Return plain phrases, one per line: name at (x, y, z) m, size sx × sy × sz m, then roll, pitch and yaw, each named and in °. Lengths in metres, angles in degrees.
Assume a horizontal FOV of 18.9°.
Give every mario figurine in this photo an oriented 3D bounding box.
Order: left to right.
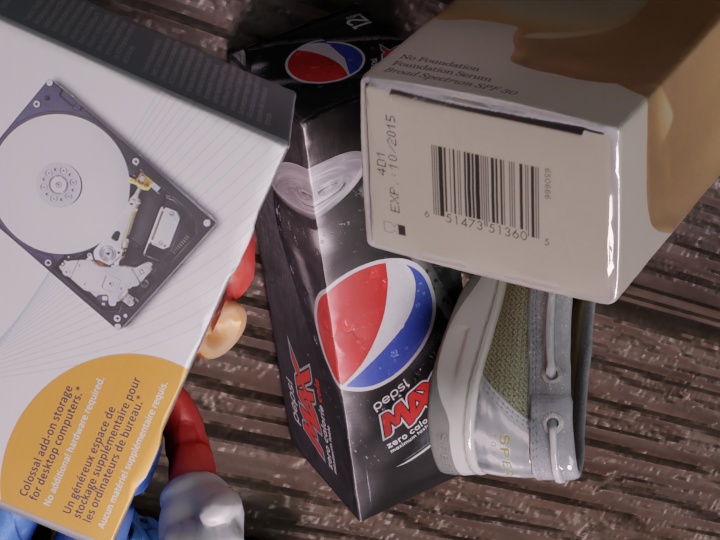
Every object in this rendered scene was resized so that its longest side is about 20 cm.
mario figurine at (-0.101, 0.047, 0.807) m, size 0.123 × 0.106 × 0.201 m, roll 23°, pitch 88°, yaw -40°

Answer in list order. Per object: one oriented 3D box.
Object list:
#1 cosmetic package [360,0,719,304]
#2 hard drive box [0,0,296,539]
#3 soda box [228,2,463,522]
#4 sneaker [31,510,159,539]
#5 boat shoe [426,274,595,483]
cosmetic package at (0.090, -0.073, 0.822) m, size 0.200 × 0.104 × 0.072 m, roll -46°, pitch 141°, yaw -49°
hard drive box at (-0.141, -0.022, 0.719) m, size 0.199 × 0.077 × 0.157 m, roll 22°, pitch 106°, yaw -6°
soda box at (0.000, 0.000, 0.887) m, size 0.063 × 0.071 × 0.201 m, roll -22°, pitch 127°, yaw -19°
sneaker at (-0.098, 0.129, 0.907) m, size 0.199 × 0.066 × 0.079 m, roll -1°, pitch 114°, yaw -33°
boat shoe at (0.085, -0.001, 0.891) m, size 0.075 × 0.064 × 0.203 m, roll 73°, pitch 33°, yaw -47°
